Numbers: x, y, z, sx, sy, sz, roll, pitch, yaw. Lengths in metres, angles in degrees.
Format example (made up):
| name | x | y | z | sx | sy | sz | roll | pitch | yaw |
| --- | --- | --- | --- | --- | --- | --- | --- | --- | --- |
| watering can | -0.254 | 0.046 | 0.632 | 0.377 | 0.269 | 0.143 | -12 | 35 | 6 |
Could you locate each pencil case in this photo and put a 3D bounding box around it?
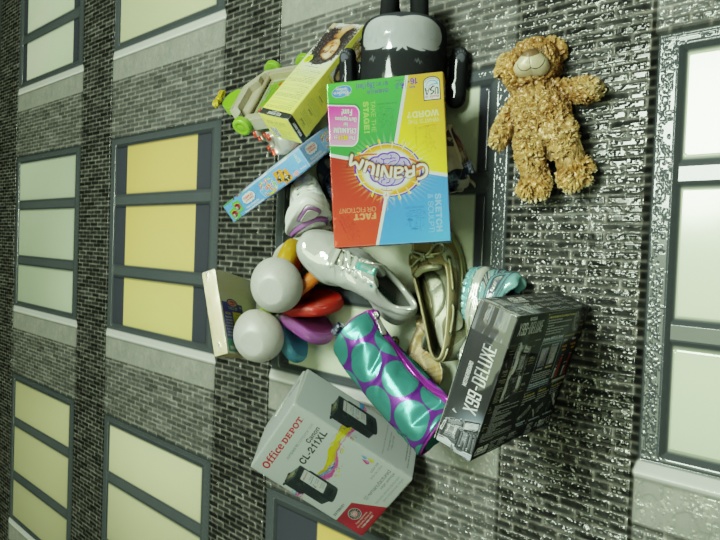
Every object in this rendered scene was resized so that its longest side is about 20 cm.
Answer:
| name | x | y | z | sx | sy | sz | roll | pitch | yaw |
| --- | --- | --- | --- | --- | --- | --- | --- | --- | --- |
| pencil case | 0.055 | -0.111 | 0.866 | 0.196 | 0.078 | 0.091 | -27 | 93 | 10 |
| pencil case | 0.046 | 0.142 | 0.860 | 0.200 | 0.084 | 0.094 | 46 | 123 | 28 |

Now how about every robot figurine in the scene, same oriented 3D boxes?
| name | x | y | z | sx | sy | sz | roll | pitch | yaw |
| --- | --- | --- | --- | --- | --- | --- | --- | --- | --- |
| robot figurine | 0.058 | -0.272 | 0.889 | 0.148 | 0.123 | 0.207 | 3 | 92 | 46 |

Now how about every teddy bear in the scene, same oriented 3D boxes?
| name | x | y | z | sx | sy | sz | roll | pitch | yaw |
| --- | --- | --- | --- | --- | --- | --- | --- | --- | --- |
| teddy bear | 0.217 | -0.183 | 0.774 | 0.142 | 0.066 | 0.207 | 8 | 96 | 40 |

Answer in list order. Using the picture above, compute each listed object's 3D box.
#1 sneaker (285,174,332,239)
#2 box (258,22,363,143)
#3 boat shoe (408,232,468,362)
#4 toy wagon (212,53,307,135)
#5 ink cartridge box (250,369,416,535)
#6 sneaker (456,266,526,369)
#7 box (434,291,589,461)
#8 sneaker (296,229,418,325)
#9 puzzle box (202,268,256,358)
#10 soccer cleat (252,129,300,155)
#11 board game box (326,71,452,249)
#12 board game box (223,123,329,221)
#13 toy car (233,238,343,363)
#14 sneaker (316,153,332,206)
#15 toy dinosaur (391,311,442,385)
| name | x | y | z | sx | sy | sz | roll | pitch | yaw |
| --- | --- | --- | --- | --- | --- | --- | --- | --- | --- |
| sneaker | -0.087 | -0.101 | 0.984 | 0.073 | 0.200 | 0.102 | -16 | 88 | -4 |
| box | -0.064 | -0.288 | 0.979 | 0.074 | 0.050 | 0.202 | 19 | 68 | 40 |
| boat shoe | 0.103 | 0.021 | 0.882 | 0.072 | 0.062 | 0.207 | -16 | 79 | 41 |
| toy wagon | -0.161 | -0.290 | 1.084 | 0.195 | 0.040 | 0.158 | -1 | 53 | 30 |
| ink cartridge box | -0.038 | 0.263 | 0.929 | 0.197 | 0.083 | 0.147 | 32 | 118 | -6 |
| sneaker | 0.172 | 0.097 | 0.808 | 0.085 | 0.077 | 0.207 | -3 | 88 | 40 |
| box | 0.175 | 0.109 | 0.720 | 0.049 | 0.197 | 0.162 | 25 | 107 | 37 |
| sneaker | 0.000 | 0.000 | 0.906 | 0.197 | 0.089 | 0.076 | 32 | 78 | -1 |
| puzzle box | -0.200 | 0.078 | 1.086 | 0.025 | 0.200 | 0.137 | -14 | 78 | 12 |
| soccer cleat | -0.147 | -0.257 | 1.128 | 0.200 | 0.076 | 0.071 | 50 | 161 | 49 |
| board game box | 0.037 | -0.134 | 0.809 | 0.148 | 0.040 | 0.207 | -3 | 90 | 11 |
| board game box | -0.115 | -0.165 | 1.036 | 0.198 | 0.152 | 0.037 | -27 | 106 | 39 |
| toy car | -0.104 | 0.060 | 1.035 | 0.147 | 0.175 | 0.204 | 24 | 109 | 2 |
| sneaker | -0.022 | -0.119 | 0.987 | 0.200 | 0.081 | 0.071 | 45 | 121 | 34 |
| toy dinosaur | 0.078 | 0.160 | 0.908 | 0.100 | 0.057 | 0.206 | -19 | 77 | 40 |
